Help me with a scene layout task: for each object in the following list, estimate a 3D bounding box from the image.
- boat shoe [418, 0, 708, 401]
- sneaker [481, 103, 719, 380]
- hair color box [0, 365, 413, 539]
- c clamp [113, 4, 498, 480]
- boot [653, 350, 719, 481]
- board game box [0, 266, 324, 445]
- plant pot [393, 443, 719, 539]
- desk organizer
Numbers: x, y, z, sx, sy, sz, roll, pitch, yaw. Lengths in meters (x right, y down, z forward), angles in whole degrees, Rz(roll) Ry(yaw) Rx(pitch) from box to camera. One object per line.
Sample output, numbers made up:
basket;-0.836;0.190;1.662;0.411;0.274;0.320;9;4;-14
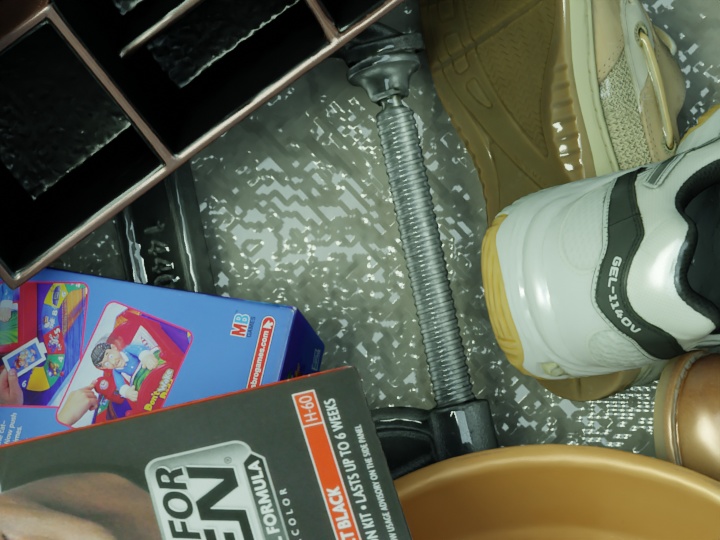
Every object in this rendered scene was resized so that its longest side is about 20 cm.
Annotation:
boat shoe;0.071;-0.059;0.887;0.064;0.071;0.201;-13;93;-41
sneaker;0.131;-0.014;0.831;0.200;0.087;0.076;-27;103;-42
hair color box;-0.083;0.103;0.738;0.199;0.061;0.102;-14;56;-9
c clamp;0.000;0.000;0.879;0.170;0.027;0.201;-18;87;20
boot;0.196;0.089;0.836;0.200;0.154;0.074;53;47;-9
board game box;-0.101;0.101;0.841;0.134;0.045;0.201;10;75;15
plant pot;0.060;0.175;0.809;0.199;0.140;0.201;0;52;0
desk organizer;-0.052;-0.086;0.827;0.200;0.077;0.072;-36;108;10
